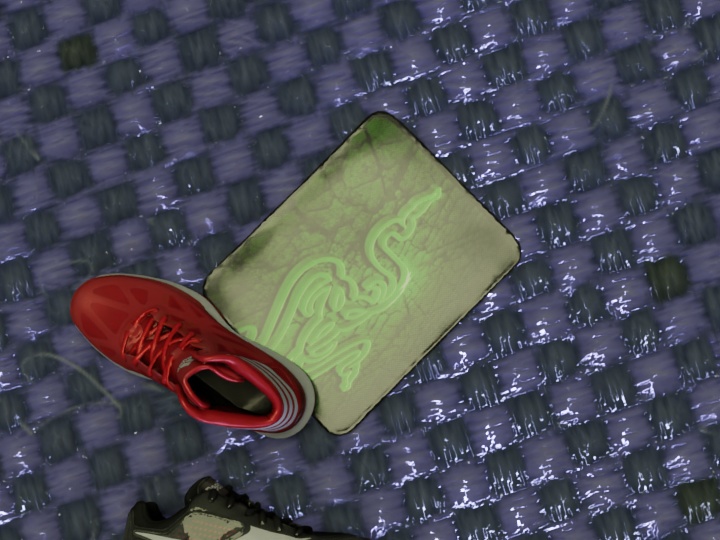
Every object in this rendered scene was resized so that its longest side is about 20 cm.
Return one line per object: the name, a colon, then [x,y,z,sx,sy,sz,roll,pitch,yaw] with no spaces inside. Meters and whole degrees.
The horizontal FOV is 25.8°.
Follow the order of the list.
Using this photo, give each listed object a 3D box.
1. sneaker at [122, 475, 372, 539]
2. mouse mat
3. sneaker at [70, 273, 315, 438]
sneaker: [-0.080,0.193,1.104,0.198,0.071,0.099,-4,82,8]
mouse mat: [0.000,0.000,1.161,0.200,0.008,0.161,-45,78,-1]
sneaker: [-0.129,0.052,1.110,0.198,0.116,0.079,22,87,11]
